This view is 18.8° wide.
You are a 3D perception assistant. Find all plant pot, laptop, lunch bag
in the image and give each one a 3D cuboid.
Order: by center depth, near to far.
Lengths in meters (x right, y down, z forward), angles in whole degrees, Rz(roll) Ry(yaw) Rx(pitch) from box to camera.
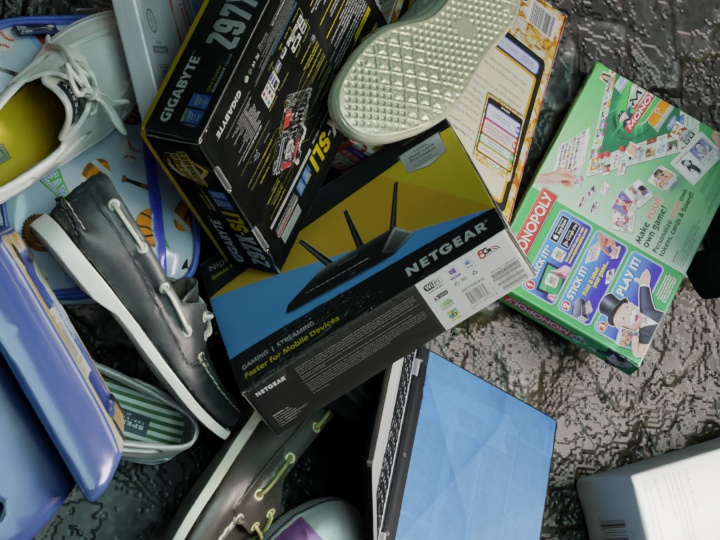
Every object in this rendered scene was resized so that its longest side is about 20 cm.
[{"bbox_3d":[-0.247,0.082,1.282,0.179,0.200,0.201,-30,95,-4],"label":"plant pot"},{"bbox_3d":[-0.183,-0.078,1.438,0.159,0.075,0.201,-4,85,-29],"label":"lunch bag"},{"bbox_3d":[0.073,0.116,1.485,0.115,0.201,0.188,7,53,7],"label":"laptop"}]

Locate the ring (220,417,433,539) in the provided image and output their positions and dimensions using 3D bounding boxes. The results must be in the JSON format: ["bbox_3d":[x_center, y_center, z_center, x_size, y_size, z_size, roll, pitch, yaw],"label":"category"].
[{"bbox_3d":[-0.010,0.165,1.519,0.199,0.019,0.202,5,80,-27],"label":"ring"}]

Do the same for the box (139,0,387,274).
[{"bbox_3d":[-0.056,-0.124,1.403,0.201,0.049,0.160,-66,154,-21],"label":"box"}]

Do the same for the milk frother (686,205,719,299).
[{"bbox_3d":[0.367,-0.001,1.638,0.200,0.188,0.181,44,68,-13],"label":"milk frother"}]

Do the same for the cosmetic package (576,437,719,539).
[{"bbox_3d":[0.272,0.184,1.625,0.199,0.081,0.114,-11,88,-29],"label":"cosmetic package"}]

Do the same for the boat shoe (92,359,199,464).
[{"bbox_3d":[-0.197,0.077,1.410,0.199,0.067,0.074,13,76,-25],"label":"boat shoe"}]

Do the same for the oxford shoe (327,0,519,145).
[{"bbox_3d":[0.039,-0.141,1.468,0.075,0.058,0.200,53,49,-11],"label":"oxford shoe"}]

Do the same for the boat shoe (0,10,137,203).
[{"bbox_3d":[-0.187,-0.103,1.343,0.202,0.086,0.075,-40,105,-33],"label":"boat shoe"}]

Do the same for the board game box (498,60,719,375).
[{"bbox_3d":[0.189,-0.041,1.623,0.134,0.029,0.201,30,70,0],"label":"board game box"}]

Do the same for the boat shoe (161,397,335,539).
[{"bbox_3d":[-0.074,0.141,1.439,0.060,0.072,0.202,34,64,-7],"label":"boat shoe"}]

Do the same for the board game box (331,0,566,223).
[{"bbox_3d":[0.061,-0.135,1.555,0.151,0.046,0.201,33,60,-29],"label":"board game box"}]

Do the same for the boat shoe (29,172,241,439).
[{"bbox_3d":[-0.127,0.025,1.384,0.060,0.076,0.200,-41,123,-8],"label":"boat shoe"}]

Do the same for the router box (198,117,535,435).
[{"bbox_3d":[0.000,0.000,1.426,0.199,0.149,0.051,-32,127,5],"label":"router box"}]

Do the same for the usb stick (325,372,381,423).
[{"bbox_3d":[0.005,0.018,1.500,0.055,0.033,0.201,37,43,-24],"label":"usb stick"}]

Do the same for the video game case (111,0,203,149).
[{"bbox_3d":[-0.106,-0.152,1.449,0.200,0.018,0.144,-11,86,-68],"label":"video game case"}]

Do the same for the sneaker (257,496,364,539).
[{"bbox_3d":[-0.051,0.235,1.420,0.073,0.114,0.201,45,74,-16],"label":"sneaker"}]
